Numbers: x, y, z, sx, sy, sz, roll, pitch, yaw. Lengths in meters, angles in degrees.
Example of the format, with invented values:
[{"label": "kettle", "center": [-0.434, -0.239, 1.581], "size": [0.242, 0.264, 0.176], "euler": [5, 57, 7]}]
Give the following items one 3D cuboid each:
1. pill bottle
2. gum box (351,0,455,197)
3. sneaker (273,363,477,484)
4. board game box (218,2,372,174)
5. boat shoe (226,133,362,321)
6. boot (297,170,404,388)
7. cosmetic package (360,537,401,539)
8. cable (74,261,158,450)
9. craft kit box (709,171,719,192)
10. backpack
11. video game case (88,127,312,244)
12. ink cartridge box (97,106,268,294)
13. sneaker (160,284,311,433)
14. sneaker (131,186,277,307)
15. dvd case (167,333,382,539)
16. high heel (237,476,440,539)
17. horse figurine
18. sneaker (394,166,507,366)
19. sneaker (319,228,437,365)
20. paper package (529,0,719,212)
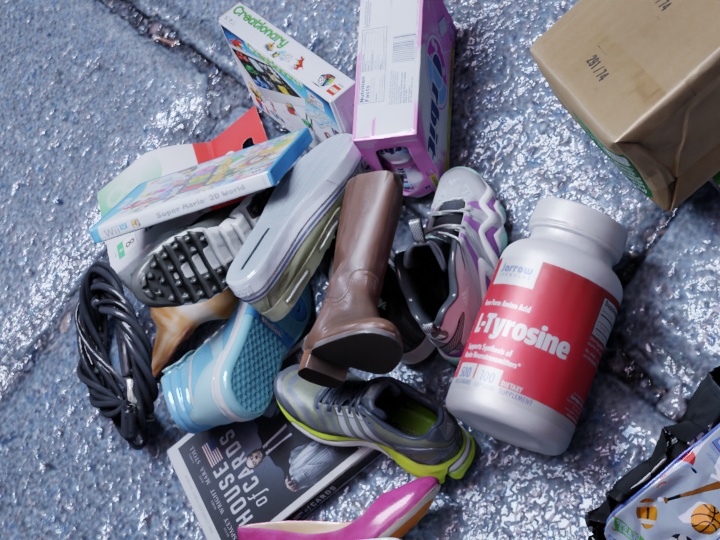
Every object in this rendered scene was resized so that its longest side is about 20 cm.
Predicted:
[{"label": "pill bottle", "center": [0.157, 0.046, 1.283], "size": [0.112, 0.112, 0.201], "euler": [13, 74, 36]}, {"label": "gum box", "center": [0.045, -0.179, 1.459], "size": [0.066, 0.114, 0.201], "euler": [-5, 64, 19]}, {"label": "sneaker", "center": [0.009, 0.119, 1.335], "size": [0.199, 0.081, 0.074], "euler": [16, 59, 24]}, {"label": "board game box", "center": [-0.059, -0.178, 1.519], "size": [0.035, 0.127, 0.200], "euler": [-39, 50, -14]}, {"label": "boat shoe", "center": [-0.054, -0.042, 1.410], "size": [0.072, 0.062, 0.201], "euler": [5, 53, 48]}, {"label": "boot", "center": [0.010, -0.010, 1.280], "size": [0.186, 0.064, 0.201], "euler": [-25, 44, 64]}, {"label": "cosmetic package", "center": [-0.001, 0.317, 1.192], "size": [0.164, 0.200, 0.166], "euler": [-6, 64, 29]}, {"label": "cable", "center": [-0.255, 0.074, 1.512], "size": [0.050, 0.164, 0.200], "euler": [-14, 41, -20]}, {"label": "craft kit box", "center": [0.408, -0.087, 1.237], "size": [0.200, 0.048, 0.198], "euler": [-39, 55, 10]}, {"label": "backpack", "center": [0.264, 0.171, 1.106], "size": [0.200, 0.190, 0.154], "euler": [-47, 68, 4]}, {"label": "video game case", "center": [-0.154, -0.085, 1.473], "size": [0.199, 0.018, 0.143], "euler": [-17, 17, 20]}, {"label": "ink cartridge box", "center": [-0.185, -0.087, 1.579], "size": [0.200, 0.050, 0.161], "euler": [-40, 36, 13]}, {"label": "sneaker", "center": [-0.129, 0.074, 1.457], "size": [0.130, 0.080, 0.201], "euler": [-24, 27, 37]}, {"label": "sneaker", "center": [-0.149, -0.014, 1.430], "size": [0.200, 0.067, 0.090], "euler": [-35, 11, -40]}, {"label": "dvd case", "center": [-0.081, 0.170, 1.427], "size": [0.200, 0.025, 0.151], "euler": [-39, 52, 8]}, {"label": "high heel", "center": [-0.022, 0.218, 1.333], "size": [0.200, 0.067, 0.096], "euler": [-42, 71, 23]}, {"label": "horse figurine", "center": [-0.159, 0.018, 1.536], "size": [0.199, 0.050, 0.133], "euler": [-27, 48, 22]}, {"label": "sneaker", "center": [0.076, -0.026, 1.351], "size": [0.077, 0.140, 0.201], "euler": [-17, 60, 24]}, {"label": "sneaker", "center": [0.000, 0.000, 1.418], "size": [0.066, 0.090, 0.200], "euler": [-42, 52, 6]}, {"label": "paper package", "center": [0.270, -0.182, 1.304], "size": [0.190, 0.103, 0.200], "euler": [-42, 36, 8]}]
